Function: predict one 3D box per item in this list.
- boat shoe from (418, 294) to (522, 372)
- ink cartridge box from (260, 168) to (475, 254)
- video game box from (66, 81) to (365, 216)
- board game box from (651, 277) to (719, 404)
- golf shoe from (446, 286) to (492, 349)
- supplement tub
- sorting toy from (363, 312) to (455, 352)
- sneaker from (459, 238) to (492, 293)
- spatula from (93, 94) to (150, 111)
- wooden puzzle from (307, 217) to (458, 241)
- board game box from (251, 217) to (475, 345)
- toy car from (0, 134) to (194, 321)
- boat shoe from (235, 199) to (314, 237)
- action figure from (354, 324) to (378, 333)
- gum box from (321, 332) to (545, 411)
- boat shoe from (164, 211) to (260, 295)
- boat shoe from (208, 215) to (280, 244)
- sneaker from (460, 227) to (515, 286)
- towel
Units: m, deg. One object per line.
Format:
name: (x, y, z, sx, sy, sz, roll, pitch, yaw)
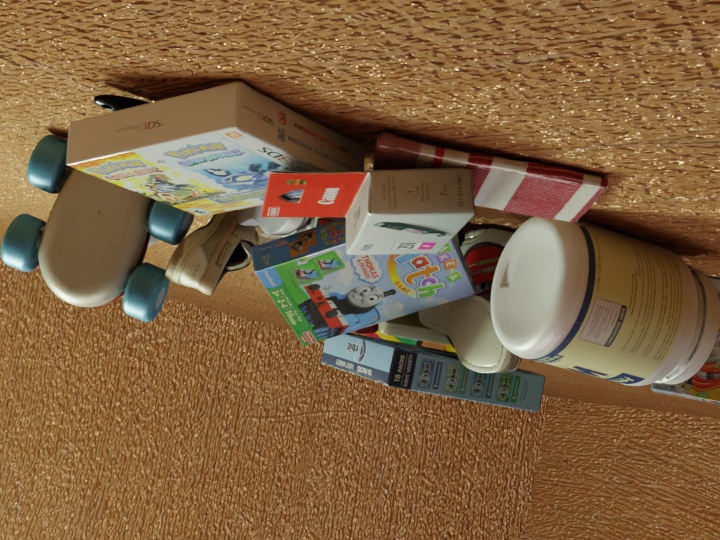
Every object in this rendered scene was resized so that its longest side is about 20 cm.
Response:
boat shoe: (0.129, 0.064, 1.494, 0.059, 0.073, 0.200, 19, -173, -26)
ink cartridge box: (0.000, -0.050, 1.238, 0.171, 0.044, 0.200, -2, 171, -7)
video game box: (-0.125, -0.101, 1.217, 0.198, 0.047, 0.181, -8, 160, 35)
board game box: (0.433, 0.085, 1.532, 0.197, 0.136, 0.034, 9, 173, 19)
golf shoe: (0.189, 0.037, 1.620, 0.198, 0.073, 0.092, -20, 160, -23)
supplement tub: (0.247, 0.034, 1.393, 0.198, 0.147, 0.145, 15, 172, -25)
sorting toy: (0.087, 0.061, 1.772, 0.198, 0.070, 0.199, 10, -156, -20)
sneaker: (0.145, 0.009, 1.673, 0.198, 0.076, 0.115, 17, 169, -27)
spatula: (-0.148, -0.130, 1.263, 0.198, 0.021, 0.056, 17, 163, -24)
wooden puzzle: (0.005, -0.013, 1.604, 0.197, 0.038, 0.186, 14, 149, 1)
board game box: (0.006, 0.000, 1.436, 0.198, 0.037, 0.152, -18, 142, 9)
toy car: (-0.275, -0.051, 1.583, 0.182, 0.179, 0.200, 21, -173, 7)
boat shoe: (-0.077, -0.071, 1.460, 0.065, 0.075, 0.200, 10, -176, -20)
action figure: (0.000, 0.000, 1.532, 0.098, 0.066, 0.200, 6, 150, -14)
gum box: (0.080, 0.112, 1.563, 0.198, 0.045, 0.169, 11, 180, -27)
boat shoe: (-0.148, -0.026, 1.551, 0.064, 0.072, 0.200, 29, -147, 7)
boat shoe: (-0.114, -0.023, 1.857, 0.198, 0.070, 0.071, 13, 171, -17)
sneaker: (0.198, 0.012, 1.550, 0.198, 0.086, 0.077, 14, 174, -15)
towel: (0.109, -0.082, 1.222, 0.197, 0.023, 0.144, 10, 171, 0)
